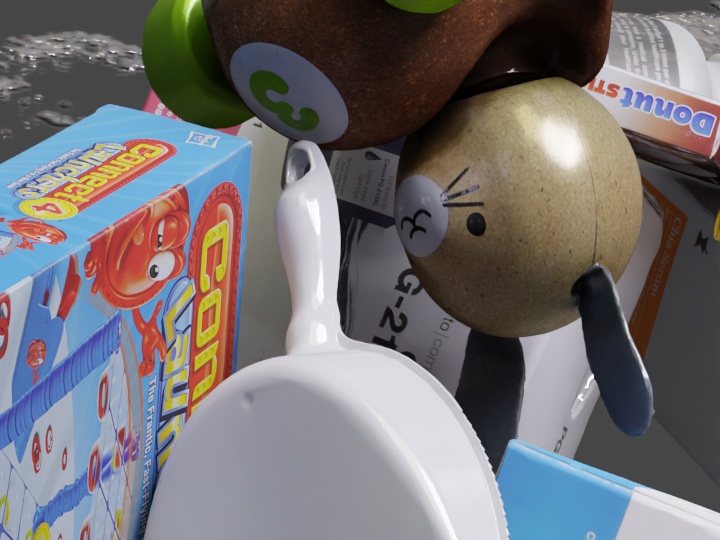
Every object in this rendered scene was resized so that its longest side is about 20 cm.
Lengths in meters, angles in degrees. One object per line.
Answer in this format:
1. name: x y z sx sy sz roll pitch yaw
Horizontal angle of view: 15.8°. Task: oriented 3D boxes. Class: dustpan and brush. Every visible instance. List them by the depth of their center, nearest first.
1. dustpan and brush: -0.016 0.049 0.807 0.139 0.201 0.057 -22 -21 33

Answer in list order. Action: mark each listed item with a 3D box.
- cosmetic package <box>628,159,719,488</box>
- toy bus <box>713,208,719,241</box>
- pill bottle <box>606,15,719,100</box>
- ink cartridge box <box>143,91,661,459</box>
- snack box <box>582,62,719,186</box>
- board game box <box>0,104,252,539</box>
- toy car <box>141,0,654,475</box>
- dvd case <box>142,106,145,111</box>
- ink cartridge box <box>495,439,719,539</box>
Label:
1. cosmetic package: 0.177 0.032 1.125 0.071 0.102 0.200 4 23 -25
2. toy bus: 0.221 -0.075 1.006 0.135 0.201 0.192 19 2 -11
3. pill bottle: 0.115 -0.078 1.340 0.198 0.111 0.111 4 24 -13
4. ink cartridge box: 0.000 0.000 1.035 0.199 0.146 0.084 21 -8 22
5. snack box: 0.120 -0.059 1.050 0.071 0.024 0.200 20 2 12
6. board game box: -0.105 0.073 0.790 0.056 0.201 0.196 13 23 20
7. toy car: 0.036 -0.030 0.891 0.157 0.201 0.164 -10 -8 -36
8. dvd case: -0.029 -0.078 1.213 0.148 0.016 0.201 15 68 27
9. ink cartridge box: 0.140 0.133 0.841 0.199 0.086 0.146 22 -2 22
